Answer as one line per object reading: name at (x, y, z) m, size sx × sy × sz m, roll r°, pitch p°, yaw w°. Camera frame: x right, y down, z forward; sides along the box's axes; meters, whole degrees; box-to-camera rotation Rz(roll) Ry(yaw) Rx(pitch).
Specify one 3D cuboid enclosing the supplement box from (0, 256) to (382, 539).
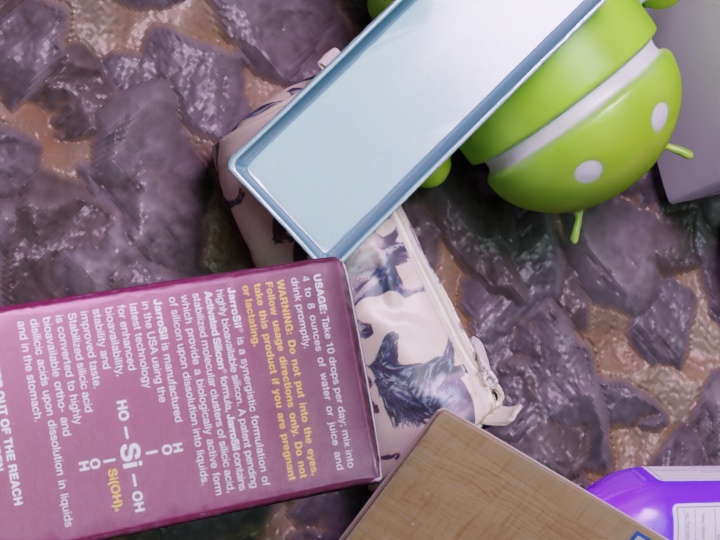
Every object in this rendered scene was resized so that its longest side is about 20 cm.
supplement box at (-0.111, 0.063, 0.864) m, size 0.198 × 0.131 × 0.104 m, roll -9°, pitch 86°, yaw -25°

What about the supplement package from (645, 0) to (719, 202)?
supplement package at (0.261, -0.116, 1.069) m, size 0.198 × 0.114 × 0.111 m, roll -12°, pitch 85°, yaw -25°

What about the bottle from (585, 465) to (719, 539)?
bottle at (0.148, 0.142, 0.999) m, size 0.198 × 0.065 × 0.084 m, roll 1°, pitch 105°, yaw -18°

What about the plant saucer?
plant saucer at (0.031, -0.092, 0.911) m, size 0.200 × 0.019 × 0.070 m, roll -45°, pitch 94°, yaw -8°

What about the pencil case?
pencil case at (0.000, 0.000, 0.950) m, size 0.089 × 0.078 × 0.201 m, roll -25°, pitch 92°, yaw 18°

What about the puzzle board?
puzzle board at (0.076, 0.168, 0.949) m, size 0.199 × 0.017 × 0.151 m, roll 31°, pitch 108°, yaw -18°

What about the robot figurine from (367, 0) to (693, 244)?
robot figurine at (0.082, -0.117, 0.992) m, size 0.175 × 0.116 × 0.201 m, roll -36°, pitch 96°, yaw -2°
